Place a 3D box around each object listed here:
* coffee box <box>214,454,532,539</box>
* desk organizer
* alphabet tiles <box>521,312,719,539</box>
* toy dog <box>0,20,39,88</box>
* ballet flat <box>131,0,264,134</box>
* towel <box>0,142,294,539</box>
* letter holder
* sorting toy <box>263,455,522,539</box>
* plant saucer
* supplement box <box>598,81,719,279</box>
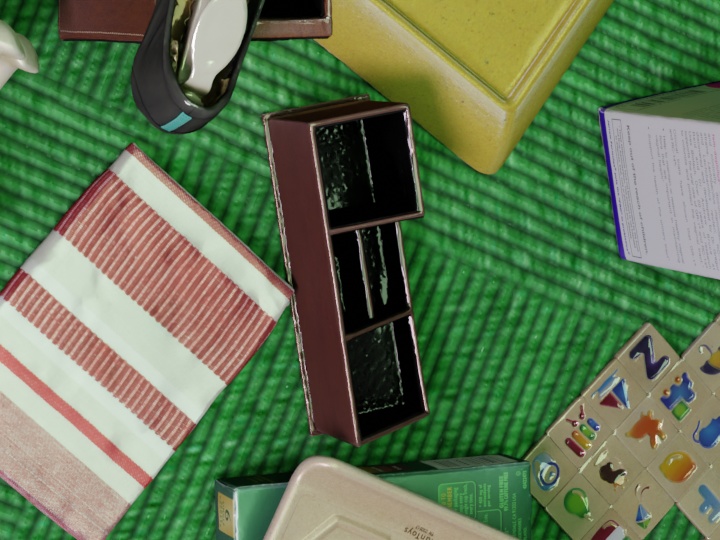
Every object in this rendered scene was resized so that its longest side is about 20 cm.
[{"bbox_3d":[0.009,0.180,1.801,0.199,0.044,0.124,-5,99,-21],"label":"coffee box"},{"bbox_3d":[0.000,0.000,1.764,0.071,0.077,0.201,-12,99,-20],"label":"desk organizer"},{"bbox_3d":[0.214,0.114,1.896,0.200,0.008,0.167,-46,108,-12],"label":"alphabet tiles"},{"bbox_3d":[-0.271,-0.121,1.633,0.193,0.139,0.201,12,93,15],"label":"toy dog"},{"bbox_3d":[-0.062,-0.165,1.514,0.068,0.068,0.201,15,88,-21],"label":"ballet flat"},{"bbox_3d":[-0.149,0.045,1.741,0.144,0.023,0.200,43,78,-17],"label":"towel"},{"bbox_3d":[-0.097,-0.200,1.643,0.100,0.200,0.143,-3,96,-21],"label":"letter holder"},{"bbox_3d":[0.002,0.227,1.766,0.185,0.036,0.201,25,93,-23],"label":"sorting toy"},{"bbox_3d":[0.071,-0.192,1.791,0.200,0.048,0.200,37,81,-21],"label":"plant saucer"},{"bbox_3d":[0.237,-0.055,1.785,0.101,0.200,0.104,-12,99,-19],"label":"supplement box"}]
